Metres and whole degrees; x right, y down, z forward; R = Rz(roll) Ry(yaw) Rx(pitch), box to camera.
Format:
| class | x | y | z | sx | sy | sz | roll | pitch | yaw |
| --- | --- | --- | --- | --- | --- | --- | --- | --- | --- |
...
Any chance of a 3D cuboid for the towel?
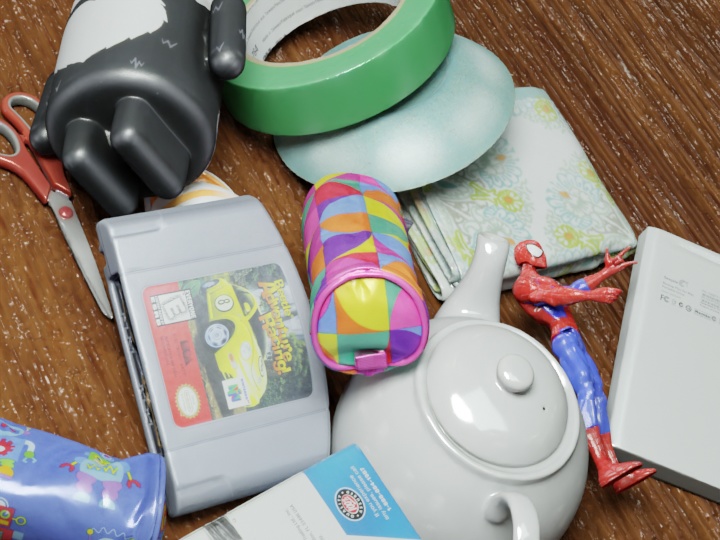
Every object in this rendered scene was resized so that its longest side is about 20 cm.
| class | x | y | z | sx | sy | sz | roll | pitch | yaw |
| --- | --- | --- | --- | --- | --- | --- | --- | --- | --- |
| towel | 0.112 | -0.066 | 1.158 | 0.198 | 0.048 | 0.173 | -13 | 65 | -29 |

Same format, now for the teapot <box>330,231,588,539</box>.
| class | x | y | z | sx | sy | sz | roll | pitch | yaw |
| --- | --- | --- | --- | --- | --- | --- | --- | --- | --- |
| teapot | 0.079 | 0.109 | 0.952 | 0.200 | 0.146 | 0.197 | 46 | 52 | 12 |

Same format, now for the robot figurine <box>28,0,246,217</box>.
| class | x | y | z | sx | sy | sz | roll | pitch | yaw |
| --- | --- | --- | --- | --- | --- | --- | --- | --- | --- |
| robot figurine | -0.161 | -0.137 | 1.014 | 0.148 | 0.126 | 0.202 | 8 | 49 | -7 |

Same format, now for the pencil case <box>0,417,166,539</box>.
| class | x | y | z | sx | sy | sz | roll | pitch | yaw |
| --- | --- | --- | --- | --- | --- | --- | --- | --- | --- |
| pencil case | -0.215 | 0.128 | 0.859 | 0.198 | 0.079 | 0.087 | 17 | 33 | -10 |

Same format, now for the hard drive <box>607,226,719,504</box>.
| class | x | y | z | sx | sy | sz | roll | pitch | yaw |
| --- | --- | --- | --- | --- | --- | --- | --- | --- | --- |
| hard drive | 0.266 | 0.075 | 1.113 | 0.130 | 0.026 | 0.202 | 22 | 60 | -7 |

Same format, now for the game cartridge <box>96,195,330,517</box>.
| class | x | y | z | sx | sy | sz | roll | pitch | yaw |
| --- | --- | --- | --- | --- | --- | --- | --- | --- | --- |
| game cartridge | -0.093 | 0.052 | 0.952 | 0.132 | 0.041 | 0.203 | -11 | 81 | -33 |

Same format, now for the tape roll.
| class | x | y | z | sx | sy | sz | roll | pitch | yaw |
| --- | --- | --- | --- | --- | --- | --- | --- | --- | --- |
| tape roll | -0.025 | -0.189 | 1.114 | 0.198 | 0.048 | 0.202 | -13 | 42 | 12 |

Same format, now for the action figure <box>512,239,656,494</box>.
| class | x | y | z | sx | sy | sz | roll | pitch | yaw |
| --- | --- | --- | --- | --- | --- | --- | --- | --- | --- |
| action figure | 0.180 | 0.051 | 1.042 | 0.065 | 0.098 | 0.202 | 32 | 30 | -62 |

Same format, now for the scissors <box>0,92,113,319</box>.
| class | x | y | z | sx | sy | sz | roll | pitch | yaw |
| --- | --- | --- | --- | --- | --- | --- | --- | --- | --- |
| scissors | -0.215 | -0.053 | 1.029 | 0.073 | 0.014 | 0.200 | -29 | 69 | -38 |

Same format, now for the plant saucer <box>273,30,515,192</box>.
| class | x | y | z | sx | sy | sz | roll | pitch | yaw |
| --- | --- | --- | --- | --- | --- | --- | --- | --- | --- |
| plant saucer | 0.022 | -0.142 | 1.116 | 0.198 | 0.039 | 0.203 | -9 | 44 | 8 |

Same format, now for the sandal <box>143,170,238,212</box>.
| class | x | y | z | sx | sy | sz | roll | pitch | yaw |
| --- | --- | --- | --- | --- | --- | --- | --- | --- | --- |
| sandal | -0.096 | -0.005 | 1.015 | 0.078 | 0.059 | 0.208 | -7 | 59 | -26 |

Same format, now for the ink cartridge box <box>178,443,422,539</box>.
| class | x | y | z | sx | sy | sz | roll | pitch | yaw |
| --- | --- | --- | --- | --- | --- | --- | --- | --- | --- |
| ink cartridge box | -0.050 | 0.220 | 0.855 | 0.199 | 0.084 | 0.146 | -24 | 72 | -35 |

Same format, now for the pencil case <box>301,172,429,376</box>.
| class | x | y | z | sx | sy | sz | roll | pitch | yaw |
| --- | --- | --- | --- | --- | --- | --- | --- | --- | --- |
| pencil case | 0.000 | 0.000 | 0.978 | 0.087 | 0.089 | 0.200 | 18 | 20 | -10 |
